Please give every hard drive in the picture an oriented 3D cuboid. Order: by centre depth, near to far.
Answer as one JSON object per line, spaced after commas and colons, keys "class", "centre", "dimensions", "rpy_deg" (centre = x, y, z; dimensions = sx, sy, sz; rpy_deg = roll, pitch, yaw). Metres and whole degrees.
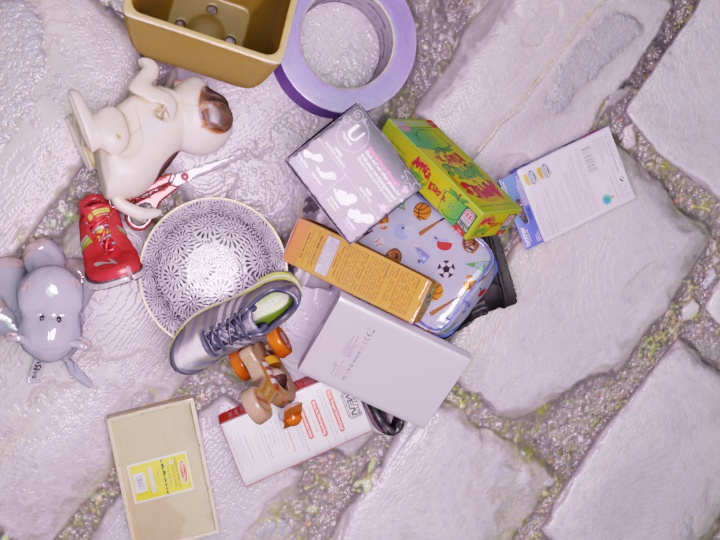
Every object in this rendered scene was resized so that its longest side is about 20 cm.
{"class": "hard drive", "centre": [0.031, 0.124, 1.216], "dimensions": [0.198, 0.026, 0.133], "rpy_deg": [26, 115, -12]}

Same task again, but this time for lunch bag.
{"class": "lunch bag", "centre": [0.078, -0.011, 1.243], "dimensions": [0.199, 0.076, 0.161], "rpy_deg": [37, 92, 19]}

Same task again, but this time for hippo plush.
{"class": "hippo plush", "centre": [-0.421, 0.061, 1.155], "dimensions": [0.157, 0.161, 0.203], "rpy_deg": [6, 93, -13]}

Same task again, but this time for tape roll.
{"class": "tape roll", "centre": [-0.026, -0.317, 1.255], "dimensions": [0.197, 0.085, 0.203], "rpy_deg": [-1, 95, -13]}

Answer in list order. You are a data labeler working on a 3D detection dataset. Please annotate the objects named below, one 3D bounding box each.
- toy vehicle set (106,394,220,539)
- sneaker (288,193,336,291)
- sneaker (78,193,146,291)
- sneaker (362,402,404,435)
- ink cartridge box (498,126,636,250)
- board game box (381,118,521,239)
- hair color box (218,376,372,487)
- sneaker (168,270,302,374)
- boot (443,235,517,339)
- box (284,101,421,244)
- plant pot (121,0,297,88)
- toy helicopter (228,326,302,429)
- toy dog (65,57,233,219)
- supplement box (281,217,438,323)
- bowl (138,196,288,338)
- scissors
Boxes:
{"class": "toy vehicle set", "centre": [-0.278, 0.289, 1.272], "dimensions": [0.123, 0.026, 0.203], "rpy_deg": [-11, 96, -11]}
{"class": "sneaker", "centre": [-0.041, -0.066, 1.286], "dimensions": [0.081, 0.075, 0.202], "rpy_deg": [21, 95, -28]}
{"class": "sneaker", "centre": [-0.331, -0.040, 1.146], "dimensions": [0.076, 0.200, 0.086], "rpy_deg": [-20, 122, -19]}
{"class": "sneaker", "centre": [0.029, 0.145, 1.298], "dimensions": [0.080, 0.086, 0.202], "rpy_deg": [-21, 98, -12]}
{"class": "ink cartridge box", "centre": [0.309, -0.124, 1.365], "dimensions": [0.198, 0.042, 0.120], "rpy_deg": [-26, 99, -12]}
{"class": "board game box", "centre": [0.120, -0.130, 1.240], "dimensions": [0.200, 0.101, 0.048], "rpy_deg": [48, 123, 25]}
{"class": "hair color box", "centre": [-0.094, 0.219, 1.290], "dimensions": [0.198, 0.061, 0.103], "rpy_deg": [-22, 98, -9]}
{"class": "sneaker", "centre": [-0.160, 0.068, 1.158], "dimensions": [0.199, 0.081, 0.074], "rpy_deg": [-35, 100, -7]}
{"class": "boot", "centre": [0.128, -0.010, 1.313], "dimensions": [0.156, 0.079, 0.213], "rpy_deg": [-22, 96, -8]}
{"class": "box", "centre": [-0.012, -0.123, 1.132], "dimensions": [0.114, 0.200, 0.133], "rpy_deg": [-38, 98, 2]}
{"class": "plant pot", "centre": [-0.188, -0.341, 1.149], "dimensions": [0.192, 0.200, 0.198], "rpy_deg": [15, 76, -13]}
{"class": "toy helicopter", "centre": [-0.118, 0.160, 1.166], "dimensions": [0.078, 0.200, 0.133], "rpy_deg": [-30, 97, 8]}
{"class": "toy dog", "centre": [-0.263, -0.185, 1.180], "dimensions": [0.198, 0.140, 0.195], "rpy_deg": [-25, 81, -21]}
{"class": "supplement box", "centre": [0.000, 0.000, 1.186], "dimensions": [0.198, 0.066, 0.069], "rpy_deg": [24, 95, 14]}
{"class": "bowl", "centre": [-0.203, 0.002, 1.233], "dimensions": [0.198, 0.094, 0.204], "rpy_deg": [-1, 94, -12]}
{"class": "scissors", "centre": [-0.259, -0.132, 1.252], "dimensions": [0.199, 0.014, 0.074], "rpy_deg": [-36, 99, -6]}
